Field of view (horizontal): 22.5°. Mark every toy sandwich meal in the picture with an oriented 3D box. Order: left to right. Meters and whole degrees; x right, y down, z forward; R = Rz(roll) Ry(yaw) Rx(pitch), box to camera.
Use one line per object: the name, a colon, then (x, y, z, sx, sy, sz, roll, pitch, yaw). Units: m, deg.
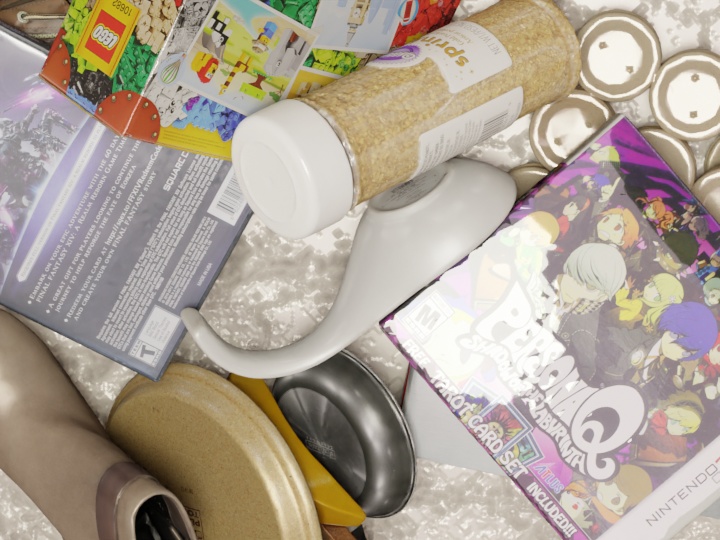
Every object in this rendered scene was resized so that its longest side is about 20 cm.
toy sandwich meal: (-0.072, 0.143, 1.074, 0.205, 0.070, 0.205, 17, 116, 39)

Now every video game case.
video game case: (-0.168, -0.042, 1.004, 0.200, 0.019, 0.143, 28, 105, -10)
video game case: (0.141, 0.046, 1.011, 0.181, 0.036, 0.200, -40, 92, 3)

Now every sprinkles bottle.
sprinkles bottle: (0.028, -0.085, 0.959, 0.200, 0.068, 0.068, -29, 104, -32)

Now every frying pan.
frying pan: (-0.021, 0.125, 1.088, 0.115, 0.031, 0.190, 38, 135, 27)

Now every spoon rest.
spoon rest: (0.000, 0.000, 1.016, 0.200, 0.099, 0.061, -30, 114, -5)

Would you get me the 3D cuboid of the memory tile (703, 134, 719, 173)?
memory tile: (0.313, -0.050, 1.051, 0.200, 0.017, 0.153, -28, 100, 9)

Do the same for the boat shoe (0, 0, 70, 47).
boat shoe: (-0.179, -0.137, 1.032, 0.202, 0.075, 0.075, 7, 91, -6)

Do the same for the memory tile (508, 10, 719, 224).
memory tile: (0.188, -0.046, 1.036, 0.200, 0.017, 0.153, 28, 105, 5)

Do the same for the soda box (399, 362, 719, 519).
soda box: (0.124, 0.088, 1.068, 0.200, 0.063, 0.068, 12, 103, 0)

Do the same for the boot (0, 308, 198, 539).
boot: (-0.151, 0.115, 1.020, 0.070, 0.146, 0.200, -36, 116, -23)

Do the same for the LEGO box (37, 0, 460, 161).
LEGO box: (-0.049, -0.135, 0.954, 0.077, 0.200, 0.149, 35, 106, 35)
